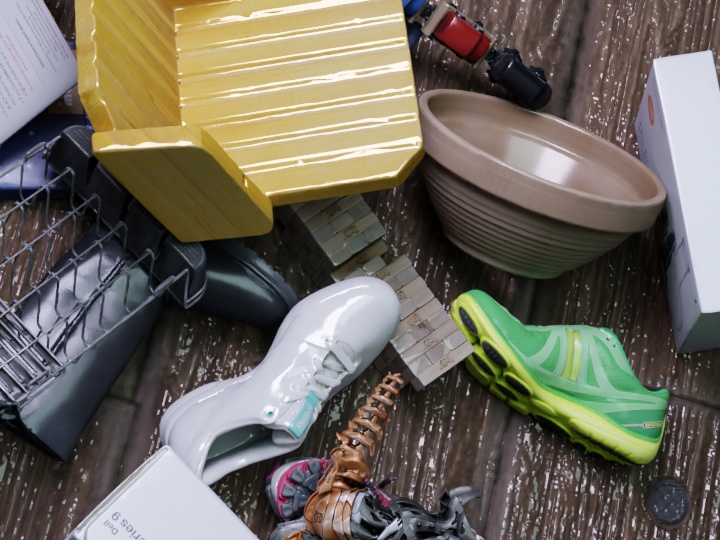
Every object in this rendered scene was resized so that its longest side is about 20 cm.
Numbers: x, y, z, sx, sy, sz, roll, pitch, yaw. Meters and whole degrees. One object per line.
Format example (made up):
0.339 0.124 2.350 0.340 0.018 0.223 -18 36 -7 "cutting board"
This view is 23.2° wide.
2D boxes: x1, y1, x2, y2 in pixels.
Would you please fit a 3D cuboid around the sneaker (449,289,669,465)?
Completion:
0.151 0.072 1.340 0.200 0.074 0.084 35 69 -15 "sneaker"

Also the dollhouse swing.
-0.072 -0.148 1.180 0.175 0.182 0.201 -15 60 16 "dollhouse swing"

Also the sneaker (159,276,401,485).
-0.045 0.086 1.235 0.200 0.088 0.075 -38 117 -4 "sneaker"

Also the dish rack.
-0.213 -0.001 1.183 0.153 0.055 0.200 45 58 9 "dish rack"

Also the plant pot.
0.123 -0.056 1.333 0.200 0.201 0.093 16 109 -12 "plant pot"

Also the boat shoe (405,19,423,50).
-0.030 -0.151 1.348 0.093 0.075 0.200 41 67 -9 "boat shoe"

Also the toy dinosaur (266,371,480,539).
0.007 0.177 1.175 0.135 0.102 0.201 11 111 -4 "toy dinosaur"

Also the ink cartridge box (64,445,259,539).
-0.125 0.210 1.140 0.145 0.200 0.088 45 66 0 "ink cartridge box"

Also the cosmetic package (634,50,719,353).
0.259 -0.049 1.363 0.051 0.151 0.201 -8 75 -1 "cosmetic package"

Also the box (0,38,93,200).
-0.270 -0.111 1.285 0.199 0.032 0.122 -1 74 -19 "box"

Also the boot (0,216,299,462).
-0.163 0.052 1.247 0.165 0.066 0.200 33 63 5 "boot"

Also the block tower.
0.000 0.000 1.322 0.054 0.058 0.200 -34 84 -23 "block tower"

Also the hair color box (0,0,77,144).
-0.297 -0.118 1.203 0.200 0.061 0.102 -43 127 -23 "hair color box"

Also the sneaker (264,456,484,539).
0.020 0.192 1.264 0.200 0.075 0.081 39 81 -17 "sneaker"

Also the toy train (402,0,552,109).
0.074 -0.184 1.360 0.200 0.046 0.034 32 107 -26 "toy train"
